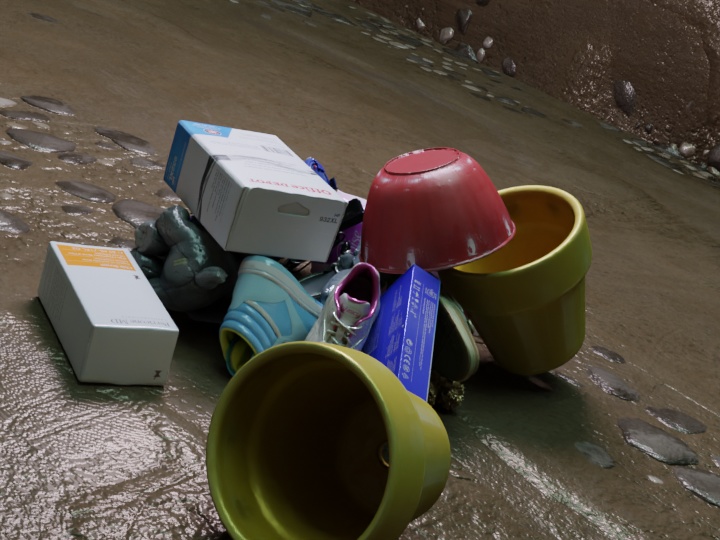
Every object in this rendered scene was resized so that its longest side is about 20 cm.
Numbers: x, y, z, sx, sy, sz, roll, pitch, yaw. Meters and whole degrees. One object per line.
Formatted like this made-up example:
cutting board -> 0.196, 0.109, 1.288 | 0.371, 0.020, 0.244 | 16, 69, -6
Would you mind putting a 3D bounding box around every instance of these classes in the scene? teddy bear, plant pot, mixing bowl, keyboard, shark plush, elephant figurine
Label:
teddy bear -> 0.065, 0.121, 1.539 | 0.143, 0.068, 0.201 | 13, 30, -1
plant pot -> -0.011, 0.172, 1.169 | 0.200, 0.203, 0.188 | 30, 9, 29
plant pot -> 0.212, 0.023, 1.644 | 0.198, 0.191, 0.202 | -15, 31, 9
mixing bowl -> 0.085, -0.084, 1.541 | 0.197, 0.110, 0.201 | -10, 21, 4
keyboard -> -0.080, -0.030, 1.699 | 0.198, 0.040, 0.104 | -25, 21, 3
shark plush -> 0.000, 0.000, 1.583 | 0.090, 0.084, 0.201 | -9, 34, 35
elephant figurine -> -0.179, 0.000, 1.549 | 0.199, 0.141, 0.157 | 17, 43, -53

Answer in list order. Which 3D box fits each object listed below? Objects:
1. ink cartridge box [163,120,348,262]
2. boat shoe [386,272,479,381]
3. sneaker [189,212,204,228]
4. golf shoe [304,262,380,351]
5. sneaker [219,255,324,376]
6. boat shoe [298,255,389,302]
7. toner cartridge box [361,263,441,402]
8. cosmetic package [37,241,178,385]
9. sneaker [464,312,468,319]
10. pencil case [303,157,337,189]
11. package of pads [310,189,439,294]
ink cartridge box -> -0.129, -0.096, 1.504 | 0.143, 0.085, 0.200 | 7, 24, -35
boat shoe -> 0.098, 0.060, 1.514 | 0.062, 0.074, 0.201 | 7, 27, -32
sneaker -> -0.187, -0.053, 1.661 | 0.077, 0.071, 0.200 | 11, -12, -21
golf shoe -> -0.029, 0.077, 1.408 | 0.074, 0.092, 0.202 | 21, 60, 0
sneaker -> -0.093, 0.089, 1.469 | 0.079, 0.132, 0.200 | -4, -37, 45
boat shoe -> -0.018, 0.000, 1.680 | 0.198, 0.063, 0.073 | -18, 37, -20
toner cartridge box -> 0.040, 0.094, 1.421 | 0.043, 0.095, 0.201 | 30, 40, -17
cosmetic package -> -0.284, 0.045, 1.402 | 0.100, 0.072, 0.200 | 6, 25, -32
sneaker -> 0.113, -0.009, 1.858 | 0.200, 0.074, 0.087 | 42, 17, 11
pencil case -> -0.136, -0.108, 1.782 | 0.197, 0.088, 0.078 | -8, -23, 21
package of pads -> 0.037, -0.024, 1.778 | 0.197, 0.122, 0.076 | 20, 9, 3
